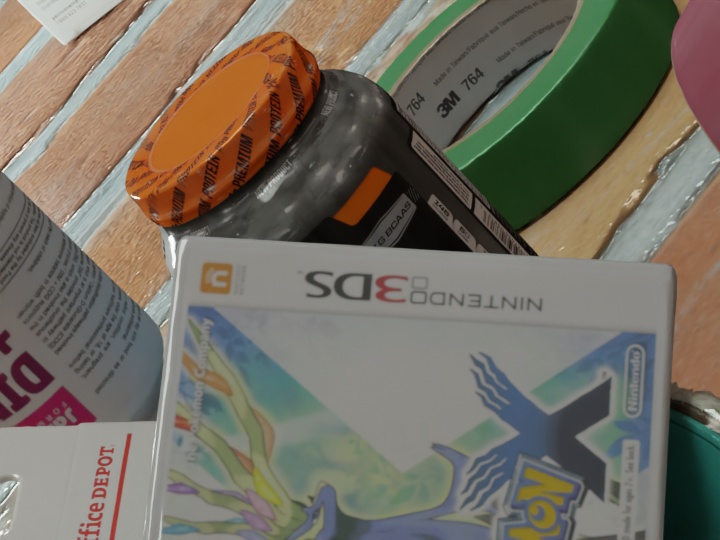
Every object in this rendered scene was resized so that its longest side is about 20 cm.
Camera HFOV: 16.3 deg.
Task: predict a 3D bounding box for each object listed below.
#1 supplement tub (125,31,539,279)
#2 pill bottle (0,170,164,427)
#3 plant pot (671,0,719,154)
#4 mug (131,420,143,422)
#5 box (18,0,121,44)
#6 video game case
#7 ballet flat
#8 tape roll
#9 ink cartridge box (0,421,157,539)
[{"bbox_3d":[0.000,0.000,1.079,0.122,0.200,0.123,-37,23,19],"label":"supplement tub"},{"bbox_3d":[-0.176,0.038,1.316,0.113,0.200,0.113,-37,23,19],"label":"pill bottle"},{"bbox_3d":[0.219,-0.109,0.932,0.179,0.200,0.200,-48,17,35],"label":"plant pot"},{"bbox_3d":[-0.098,0.174,1.073,0.177,0.134,0.200,3,43,32],"label":"mug"},{"bbox_3d":[-0.233,-0.333,2.072,0.199,0.200,0.131,-33,27,28],"label":"box"},{"bbox_3d":[0.015,0.089,0.879,0.022,0.182,0.201,74,-160,-71],"label":"video game case"},{"bbox_3d":[0.113,0.069,0.950,0.072,0.072,0.200,-53,25,-19],"label":"ballet flat"},{"bbox_3d":[0.074,-0.092,1.316,0.200,0.048,0.201,-37,24,19],"label":"tape roll"},{"bbox_3d":[-0.054,0.114,0.960,0.199,0.067,0.116,-1,30,2],"label":"ink cartridge box"}]
